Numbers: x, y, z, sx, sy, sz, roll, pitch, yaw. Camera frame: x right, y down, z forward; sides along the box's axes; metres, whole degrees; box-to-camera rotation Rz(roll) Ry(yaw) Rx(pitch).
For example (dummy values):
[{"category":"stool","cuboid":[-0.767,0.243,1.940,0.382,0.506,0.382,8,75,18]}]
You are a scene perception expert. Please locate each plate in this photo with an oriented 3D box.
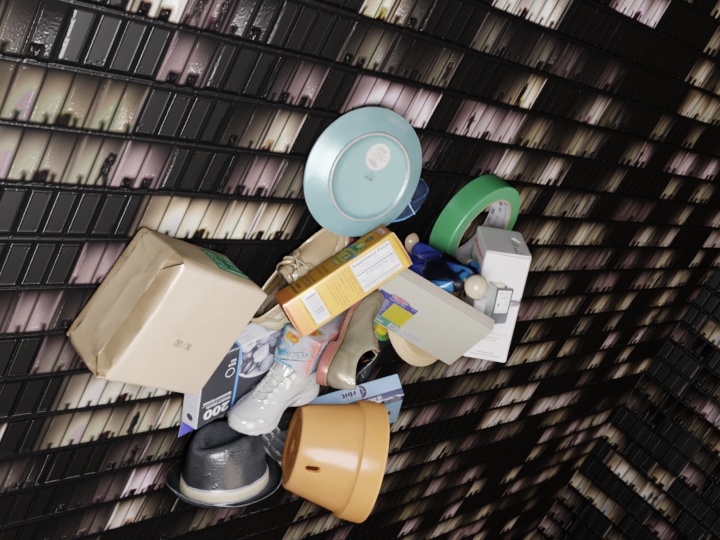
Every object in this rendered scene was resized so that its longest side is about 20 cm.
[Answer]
[{"category":"plate","cuboid":[0.010,-0.139,1.516,0.199,0.026,0.202,-13,119,-24]}]

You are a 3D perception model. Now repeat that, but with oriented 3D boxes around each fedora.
[{"category":"fedora","cuboid":[-0.217,0.301,1.670,0.200,0.200,0.092,-15,118,-46]}]

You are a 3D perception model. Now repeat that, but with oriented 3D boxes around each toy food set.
[{"category":"toy food set","cuboid":[0.104,0.070,1.852,0.198,0.048,0.201,41,60,-38]}]

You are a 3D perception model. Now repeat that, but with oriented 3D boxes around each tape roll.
[{"category":"tape roll","cuboid":[0.212,-0.081,1.916,0.200,0.048,0.201,-35,149,-25]}]

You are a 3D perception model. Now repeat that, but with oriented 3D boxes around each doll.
[{"category":"doll","cuboid":[0.135,0.001,1.745,0.136,0.199,0.049,-25,128,-34]}]

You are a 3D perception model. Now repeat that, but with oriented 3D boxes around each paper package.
[{"category":"paper package","cuboid":[-0.255,0.058,1.382,0.191,0.103,0.200,-53,150,7]}]

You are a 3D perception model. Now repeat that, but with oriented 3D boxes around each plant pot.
[{"category":"plant pot","cuboid":[-0.049,0.304,1.713,0.139,0.201,0.201,15,121,-13]}]

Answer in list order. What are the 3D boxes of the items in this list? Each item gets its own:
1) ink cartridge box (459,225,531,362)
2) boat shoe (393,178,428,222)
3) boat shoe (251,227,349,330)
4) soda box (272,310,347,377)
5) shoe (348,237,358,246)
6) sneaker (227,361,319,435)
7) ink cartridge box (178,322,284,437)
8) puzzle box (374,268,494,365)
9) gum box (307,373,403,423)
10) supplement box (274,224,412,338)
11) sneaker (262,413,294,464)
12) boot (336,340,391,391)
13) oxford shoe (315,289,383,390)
[{"category":"ink cartridge box","cuboid":[0.233,0.039,1.838,0.146,0.083,0.202,-92,-168,-70]},{"category":"boat shoe","cuboid":[0.038,-0.114,1.599,0.199,0.084,0.069,-24,152,-41]},{"category":"boat shoe","cuboid":[-0.094,0.008,1.576,0.200,0.071,0.064,-52,152,7]},{"category":"soda box","cuboid":[-0.065,0.107,1.672,0.064,0.068,0.200,-68,165,17]},{"category":"shoe","cuboid":[0.000,0.000,1.673,0.071,0.091,0.200,-45,151,-6]},{"category":"sneaker","cuboid":[-0.138,0.185,1.648,0.200,0.078,0.100,-35,144,-47]},{"category":"ink cartridge box","cuboid":[-0.195,0.173,1.660,0.197,0.043,0.201,-25,143,-39]},{"category":"puzzle box","cuboid":[0.107,0.074,1.724,0.133,0.199,0.026,-44,-160,46]},{"category":"gum box","cuboid":[-0.012,0.257,1.892,0.169,0.045,0.200,-15,160,-7]},{"category":"supplement box","cuboid":[-0.026,0.014,1.536,0.199,0.067,0.069,-32,111,-8]},{"category":"sneaker","cuboid":[-0.138,0.330,1.906,0.200,0.075,0.115,-50,157,22]},{"category":"boot","cuboid":[0.047,0.137,1.913,0.167,0.076,0.201,-5,123,-47]},{"category":"oxford shoe","cuboid":[0.002,0.111,1.627,0.071,0.074,0.201,85,28,-51]}]
